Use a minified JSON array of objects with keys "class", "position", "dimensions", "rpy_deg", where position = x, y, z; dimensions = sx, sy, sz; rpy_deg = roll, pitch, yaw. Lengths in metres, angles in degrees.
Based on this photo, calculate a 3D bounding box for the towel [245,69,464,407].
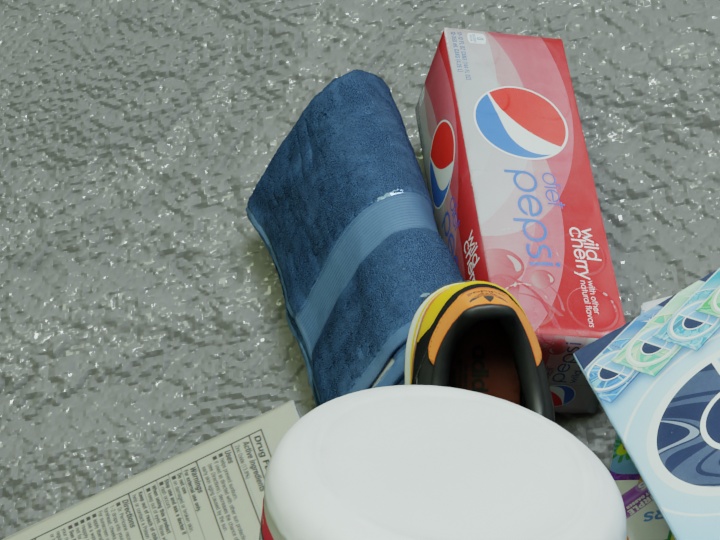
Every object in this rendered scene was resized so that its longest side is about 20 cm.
[{"class":"towel","position":[0.000,0.000,1.061],"dimensions":[0.048,0.112,0.201],"rpy_deg":[10,41,-28]}]

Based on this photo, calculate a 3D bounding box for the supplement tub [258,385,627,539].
[{"class":"supplement tub","position":[0.022,0.160,0.846],"dimensions":[0.140,0.201,0.141],"rpy_deg":[6,28,-3]}]

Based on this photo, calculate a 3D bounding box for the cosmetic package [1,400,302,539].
[{"class":"cosmetic package","position":[-0.092,0.159,0.988],"dimensions":[0.199,0.087,0.104],"rpy_deg":[-25,49,2]}]

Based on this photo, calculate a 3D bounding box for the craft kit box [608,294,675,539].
[{"class":"craft kit box","position":[0.203,0.070,0.915],"dimensions":[0.199,0.049,0.198],"rpy_deg":[-16,37,28]}]

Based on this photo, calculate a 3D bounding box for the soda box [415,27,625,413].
[{"class":"soda box","position":[0.077,-0.028,1.066],"dimensions":[0.070,0.064,0.201],"rpy_deg":[4,50,-15]}]

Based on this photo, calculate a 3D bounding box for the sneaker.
[{"class":"sneaker","position":[0.052,0.104,0.924],"dimensions":[0.070,0.090,0.201],"rpy_deg":[-3,88,-2]}]

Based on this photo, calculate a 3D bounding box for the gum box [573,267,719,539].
[{"class":"gum box","position":[0.194,0.054,0.861],"dimensions":[0.169,0.045,0.200],"rpy_deg":[-32,30,5]}]
